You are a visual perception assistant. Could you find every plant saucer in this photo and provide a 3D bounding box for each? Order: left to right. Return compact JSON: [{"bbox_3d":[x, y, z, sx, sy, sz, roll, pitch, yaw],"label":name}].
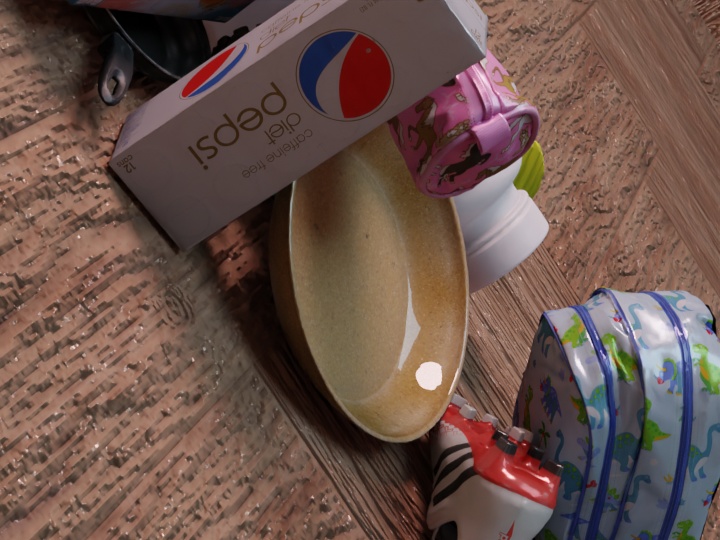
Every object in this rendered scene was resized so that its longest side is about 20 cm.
[{"bbox_3d":[0.000,0.000,1.286,0.200,0.035,0.201,20,66,-57],"label":"plant saucer"}]

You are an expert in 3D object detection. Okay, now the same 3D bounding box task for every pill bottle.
[{"bbox_3d":[0.036,-0.086,1.474,0.200,0.111,0.111,54,19,-13],"label":"pill bottle"}]

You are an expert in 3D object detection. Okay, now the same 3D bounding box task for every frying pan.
[{"bbox_3d":[-0.122,-0.126,1.259,0.115,0.031,0.190,38,30,-41],"label":"frying pan"}]

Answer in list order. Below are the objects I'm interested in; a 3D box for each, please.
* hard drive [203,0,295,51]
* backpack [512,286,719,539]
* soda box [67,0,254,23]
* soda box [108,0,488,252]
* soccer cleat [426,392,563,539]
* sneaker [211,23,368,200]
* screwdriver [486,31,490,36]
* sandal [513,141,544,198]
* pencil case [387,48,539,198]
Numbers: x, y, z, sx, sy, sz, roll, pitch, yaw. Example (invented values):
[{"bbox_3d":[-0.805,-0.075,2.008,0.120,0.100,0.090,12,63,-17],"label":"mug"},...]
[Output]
[{"bbox_3d":[-0.061,-0.209,1.386,0.200,0.132,0.025,58,18,-1],"label":"hard drive"},{"bbox_3d":[0.160,0.104,1.379,0.154,0.200,0.163,16,37,-20],"label":"backpack"},{"bbox_3d":[-0.109,-0.187,1.255,0.068,0.064,0.200,59,20,8],"label":"soda box"},{"bbox_3d":[-0.032,-0.096,1.178,0.068,0.200,0.064,51,20,-20],"label":"soda box"},{"bbox_3d":[0.066,0.128,1.303,0.069,0.085,0.200,27,2,-10],"label":"soccer cleat"},{"bbox_3d":[-0.025,-0.058,1.361,0.200,0.078,0.085,39,41,-39],"label":"sneaker"},{"bbox_3d":[-0.018,-0.104,1.233,0.028,0.200,0.029,64,22,-22],"label":"screwdriver"},{"bbox_3d":[0.071,-0.088,1.634,0.087,0.080,0.200,29,-10,31],"label":"sandal"},{"bbox_3d":[0.026,-0.137,1.267,0.200,0.083,0.086,61,20,19],"label":"pencil case"}]
